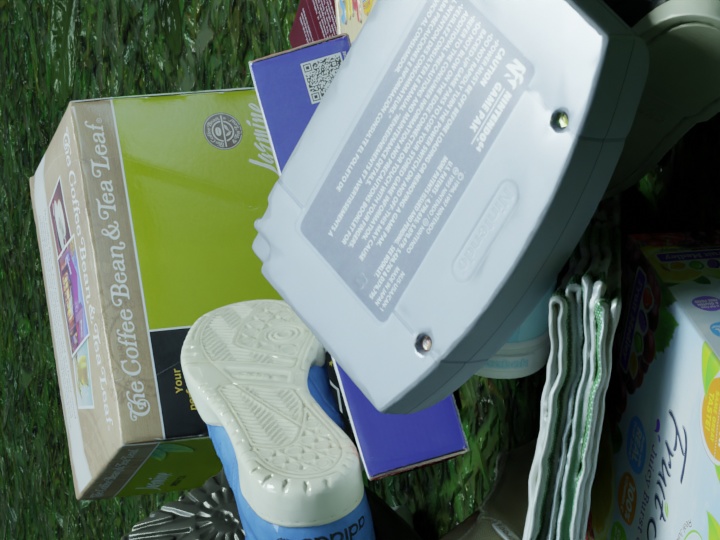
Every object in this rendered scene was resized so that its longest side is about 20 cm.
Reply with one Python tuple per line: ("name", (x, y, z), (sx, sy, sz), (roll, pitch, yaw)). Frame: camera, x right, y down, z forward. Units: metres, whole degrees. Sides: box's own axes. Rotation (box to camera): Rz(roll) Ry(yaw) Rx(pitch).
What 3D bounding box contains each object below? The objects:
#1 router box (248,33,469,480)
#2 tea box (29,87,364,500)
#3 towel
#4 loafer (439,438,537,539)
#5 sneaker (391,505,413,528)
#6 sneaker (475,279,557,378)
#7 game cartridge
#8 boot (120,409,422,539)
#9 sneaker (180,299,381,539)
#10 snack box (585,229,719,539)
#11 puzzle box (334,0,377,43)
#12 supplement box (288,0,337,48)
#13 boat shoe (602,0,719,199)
("router box", (0.000, 0.000, 1.356), (0.179, 0.049, 0.200), (84, 170, -87))
("tea box", (-0.071, 0.011, 1.605), (0.134, 0.196, 0.200), (133, 130, -65))
("towel", (0.092, 0.046, 1.259), (0.200, 0.031, 0.149), (-73, -8, -72))
("loafer", (0.065, 0.142, 1.350), (0.200, 0.068, 0.076), (-78, -12, -64))
("sneaker", (0.000, 0.198, 1.654), (0.200, 0.075, 0.089), (106, 150, -68))
("sneaker", (0.065, -0.030, 1.369), (0.200, 0.074, 0.082), (-107, 23, -60))
("game cartridge", (0.037, -0.045, 1.185), (0.133, 0.041, 0.200), (52, 124, 35))
("boot", (-0.041, 0.176, 1.497), (0.073, 0.182, 0.200), (46, 166, 32))
("sneaker", (-0.037, 0.100, 1.380), (0.200, 0.077, 0.111), (-121, 21, -59))
("snack box", (0.145, 0.103, 1.208), (0.142, 0.053, 0.200), (-121, 31, -55))
("puzzle box", (0.010, -0.169, 1.347), (0.200, 0.025, 0.133), (158, 106, -81))
("supplement box", (0.021, -0.149, 1.505), (0.200, 0.061, 0.109), (112, 147, -51))
("boat shoe", (0.107, -0.088, 1.220), (0.199, 0.074, 0.066), (-39, 28, 55))
